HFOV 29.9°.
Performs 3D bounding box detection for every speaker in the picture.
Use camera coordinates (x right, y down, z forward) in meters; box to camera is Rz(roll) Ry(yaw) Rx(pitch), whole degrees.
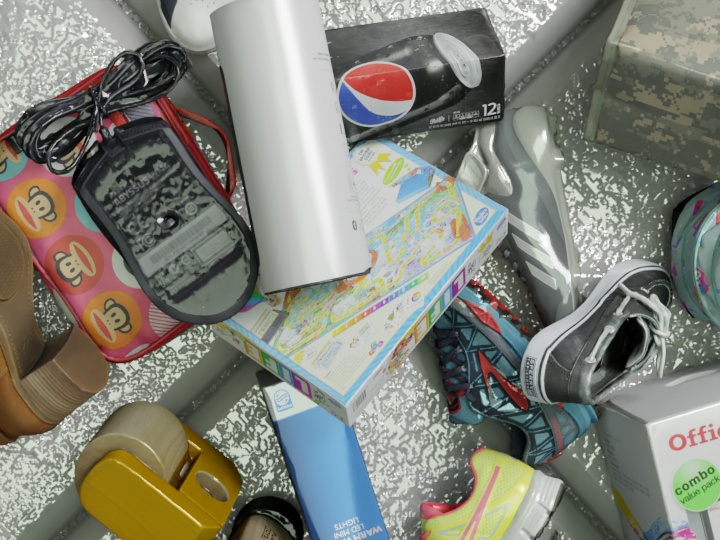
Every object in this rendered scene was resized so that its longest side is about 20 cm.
[{"bbox_3d":[-0.048,-0.089,0.940,0.080,0.081,0.203,-11,90,-5],"label":"speaker"}]

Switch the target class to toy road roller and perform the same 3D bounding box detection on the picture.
[{"bbox_3d":[-0.147,0.214,1.021,0.200,0.123,0.146,42,102,-4],"label":"toy road roller"}]

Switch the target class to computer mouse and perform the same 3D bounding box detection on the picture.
[{"bbox_3d":[-0.143,-0.052,0.969,0.138,0.053,0.201,-31,87,-9],"label":"computer mouse"}]

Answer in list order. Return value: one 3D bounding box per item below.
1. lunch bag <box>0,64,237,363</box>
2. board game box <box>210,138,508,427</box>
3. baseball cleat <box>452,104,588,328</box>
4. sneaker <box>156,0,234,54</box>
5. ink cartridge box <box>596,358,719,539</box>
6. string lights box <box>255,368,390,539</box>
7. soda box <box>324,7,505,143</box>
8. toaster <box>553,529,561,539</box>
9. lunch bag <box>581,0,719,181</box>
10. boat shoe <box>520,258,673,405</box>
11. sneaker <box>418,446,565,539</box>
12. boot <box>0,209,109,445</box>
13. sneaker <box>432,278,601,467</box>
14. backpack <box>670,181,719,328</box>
[{"bbox_3d":[-0.171,-0.049,1.027,0.175,0.082,0.201,-34,97,-7],"label":"lunch bag"},{"bbox_3d":[0.000,0.000,1.002,0.134,0.034,0.200,32,66,22],"label":"board game box"},{"bbox_3d":[0.124,-0.026,1.070,0.105,0.070,0.203,-8,92,11],"label":"baseball cleat"},{"bbox_3d":[-0.113,-0.266,0.993,0.078,0.130,0.202,13,92,-5],"label":"sneaker"},{"bbox_3d":[0.287,0.183,1.046,0.145,0.146,0.203,-16,94,-5],"label":"ink cartridge box"},{"bbox_3d":[-0.021,0.169,1.037,0.058,0.103,0.202,-18,94,-6],"label":"string lights box"},{"bbox_3d":[0.008,-0.144,1.030,0.197,0.071,0.064,-10,134,-4],"label":"soda box"},{"bbox_3d":[0.157,0.350,1.057,0.180,0.119,0.201,-38,96,-3],"label":"toaster"},{"bbox_3d":[0.274,-0.170,1.017,0.162,0.118,0.201,19,51,12],"label":"lunch bag"},{"bbox_3d":[0.199,0.046,1.019,0.067,0.198,0.075,9,111,38],"label":"boat shoe"},{"bbox_3d":[0.075,0.226,1.066,0.090,0.078,0.201,35,97,10],"label":"sneaker"},{"bbox_3d":[-0.293,0.042,0.993,0.154,0.077,0.201,-27,112,31],"label":"boot"},{"bbox_3d":[0.095,0.076,1.057,0.200,0.079,0.096,44,90,-6],"label":"sneaker"},{"bbox_3d":[0.343,-0.024,1.050,0.197,0.127,0.169,-14,94,-7],"label":"backpack"}]
